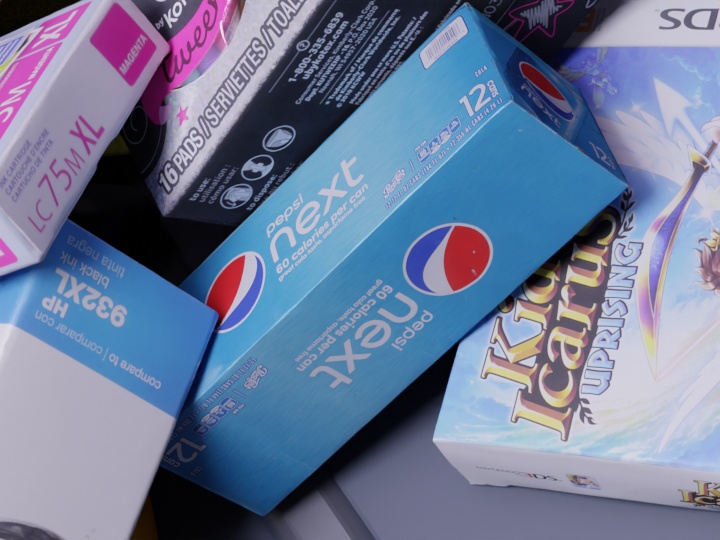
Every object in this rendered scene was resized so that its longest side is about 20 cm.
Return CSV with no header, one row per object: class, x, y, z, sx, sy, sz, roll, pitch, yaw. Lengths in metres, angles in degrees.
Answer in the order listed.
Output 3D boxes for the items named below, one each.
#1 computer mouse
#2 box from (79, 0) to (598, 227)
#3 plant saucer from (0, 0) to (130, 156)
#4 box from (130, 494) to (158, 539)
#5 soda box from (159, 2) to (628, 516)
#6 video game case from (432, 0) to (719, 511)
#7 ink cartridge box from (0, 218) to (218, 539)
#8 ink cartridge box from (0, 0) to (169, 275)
computer mouse,-0.178,0.007,0.939,0.199,0.059,0.034,-18,73,19
box,0.000,-0.122,0.818,0.200,0.132,0.115,-52,51,29
plant saucer,-0.138,-0.144,0.965,0.199,0.048,0.200,-5,58,0
box,-0.145,0.108,0.871,0.119,0.041,0.200,-25,52,13
soda box,0.000,0.000,0.800,0.200,0.068,0.064,-43,38,21
video game case,0.137,-0.011,0.788,0.181,0.045,0.201,3,65,30
ink cartridge box,-0.156,0.088,0.788,0.145,0.084,0.200,-3,60,49
ink cartridge box,-0.173,-0.031,0.804,0.200,0.042,0.119,-20,32,37
